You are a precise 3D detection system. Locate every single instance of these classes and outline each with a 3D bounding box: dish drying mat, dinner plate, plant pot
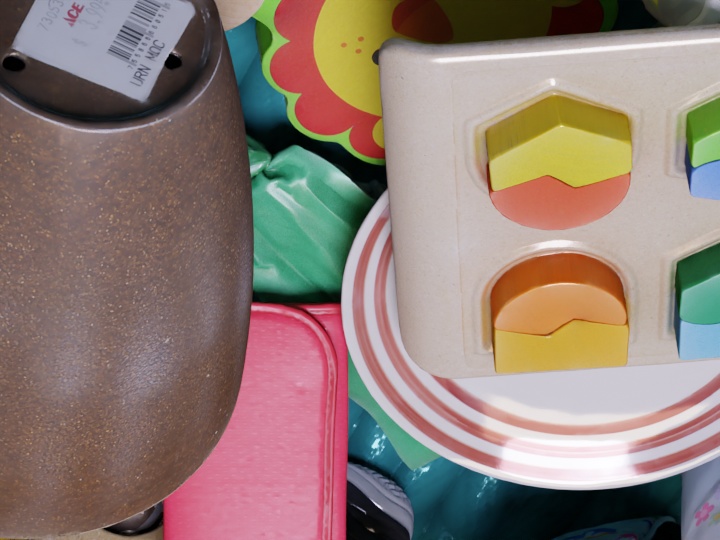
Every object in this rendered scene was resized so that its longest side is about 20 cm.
[{"bbox_3d":[-0.043,0.113,1.074,0.077,0.018,0.200,1,91,-6],"label":"dish drying mat"},{"bbox_3d":[0.092,0.010,1.063,0.200,0.024,0.200,1,127,2],"label":"dinner plate"},{"bbox_3d":[-0.113,-0.030,0.954,0.187,0.187,0.200,10,144,-10],"label":"plant pot"}]

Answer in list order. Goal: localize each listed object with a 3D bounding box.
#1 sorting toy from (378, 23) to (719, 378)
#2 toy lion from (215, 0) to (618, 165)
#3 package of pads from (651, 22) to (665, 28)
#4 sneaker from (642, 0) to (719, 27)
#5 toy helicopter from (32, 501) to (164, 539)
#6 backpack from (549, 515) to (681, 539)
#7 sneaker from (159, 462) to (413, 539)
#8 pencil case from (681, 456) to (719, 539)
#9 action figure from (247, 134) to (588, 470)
[{"bbox_3d":[0.110,-0.019,0.983,0.200,0.037,0.185,-1,139,4],"label":"sorting toy"},{"bbox_3d":[0.027,-0.129,0.994,0.191,0.069,0.200,25,126,-30],"label":"toy lion"},{"bbox_3d":[0.234,-0.093,1.020,0.154,0.068,0.200,34,123,-26],"label":"package of pads"},{"bbox_3d":[0.157,-0.174,0.941,0.075,0.076,0.200,7,119,-58],"label":"sneaker"},{"bbox_3d":[-0.061,0.120,1.116,0.200,0.132,0.079,27,149,1],"label":"toy helicopter"},{"bbox_3d":[0.107,0.204,1.166,0.150,0.200,0.178,-15,87,5],"label":"backpack"},{"bbox_3d":[-0.073,0.142,1.180,0.200,0.114,0.076,4,138,-7],"label":"sneaker"},{"bbox_3d":[0.182,0.114,1.113,0.091,0.200,0.083,-30,115,20],"label":"pencil case"},{"bbox_3d":[0.000,0.000,1.104,0.118,0.055,0.200,-34,123,27],"label":"action figure"}]
